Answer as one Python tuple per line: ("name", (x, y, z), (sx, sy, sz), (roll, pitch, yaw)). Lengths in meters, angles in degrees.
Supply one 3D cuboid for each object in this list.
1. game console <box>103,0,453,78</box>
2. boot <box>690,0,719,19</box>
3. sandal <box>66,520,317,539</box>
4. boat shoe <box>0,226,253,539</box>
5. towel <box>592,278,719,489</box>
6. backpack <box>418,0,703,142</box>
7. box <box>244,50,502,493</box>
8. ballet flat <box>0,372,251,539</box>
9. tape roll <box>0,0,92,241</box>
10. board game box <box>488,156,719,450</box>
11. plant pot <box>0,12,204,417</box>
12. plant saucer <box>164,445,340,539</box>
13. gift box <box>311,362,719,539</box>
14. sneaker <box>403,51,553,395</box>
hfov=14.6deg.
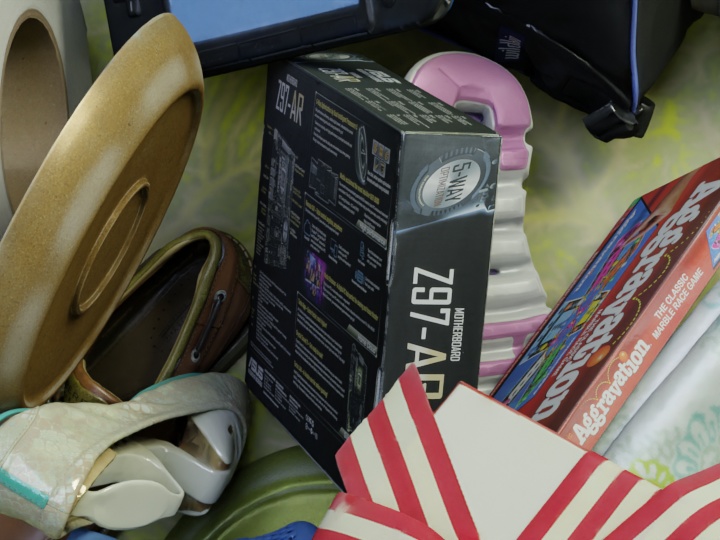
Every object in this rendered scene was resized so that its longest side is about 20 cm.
("game console", (-0.079, -0.171, 1.193), (0.199, 0.118, 0.172), (-9, 91, 42))
("boot", (0.268, -0.144, 1.261), (0.199, 0.073, 0.182), (20, 67, 17))
("sandal", (-0.108, 0.150, 1.220), (0.199, 0.080, 0.087), (-22, 100, 5))
("boat shoe", (-0.124, 0.061, 1.302), (0.072, 0.068, 0.200), (33, 84, 22))
("towel", (0.206, 0.068, 1.172), (0.171, 0.048, 0.200), (43, 83, -18))
("backpack", (0.065, -0.187, 1.276), (0.199, 0.183, 0.147), (22, 56, 21))
("box", (0.000, 0.000, 1.199), (0.043, 0.200, 0.161), (1, 103, -18))
("ballet flat", (-0.093, 0.088, 1.228), (0.062, 0.200, 0.068), (31, 109, 25))
("tape roll", (-0.165, -0.065, 1.283), (0.037, 0.203, 0.204), (0, 73, 12))
("board game box", (0.104, 0.025, 1.199), (0.019, 0.103, 0.200), (47, 56, -12))
("plant pot", (-0.116, -0.015, 1.200), (0.027, 0.200, 0.201), (27, 81, 6))
("plant saucer", (-0.016, 0.170, 1.259), (0.199, 0.031, 0.201), (-4, 72, 13))
("gift box", (0.068, 0.154, 1.057), (0.184, 0.187, 0.200), (22, 66, 30))
("sneaker", (0.035, 0.006, 1.276), (0.080, 0.088, 0.201), (3, 81, -28))
